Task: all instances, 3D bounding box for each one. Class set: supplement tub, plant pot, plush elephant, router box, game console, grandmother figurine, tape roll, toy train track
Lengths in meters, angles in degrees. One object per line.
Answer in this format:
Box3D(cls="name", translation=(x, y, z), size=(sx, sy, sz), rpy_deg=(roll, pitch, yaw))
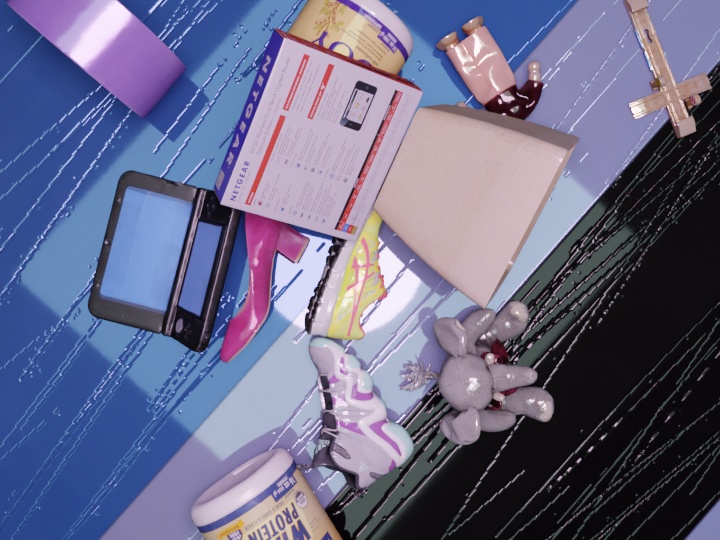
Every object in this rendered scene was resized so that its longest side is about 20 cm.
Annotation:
Box3D(cls="supplement tub", translation=(-0.042, -0.240, 1.026), size=(0.145, 0.145, 0.200), rpy_deg=(33, 89, -2))
Box3D(cls="plant pot", translation=(0.133, -0.102, 0.999), size=(0.177, 0.200, 0.200), rpy_deg=(28, 110, 10))
Box3D(cls="plush elephant", translation=(0.152, 0.133, 1.032), size=(0.199, 0.155, 0.165), rpy_deg=(-8, 91, -3))
Box3D(cls="router box", translation=(-0.049, -0.149, 0.945), size=(0.179, 0.049, 0.200), rpy_deg=(15, 111, -27))
Box3D(cls="game console", translation=(-0.249, -0.015, 1.038), size=(0.116, 0.176, 0.201), rpy_deg=(13, 91, -31))
Box3D(cls="grandmother figurine", translation=(0.186, -0.232, 1.083), size=(0.121, 0.061, 0.200), rpy_deg=(-28, 95, 26))
Box3D(cls="supplement tub", translation=(-0.104, 0.343, 1.030), size=(0.144, 0.144, 0.200), rpy_deg=(-32, 92, -2))
Box3D(cls="tape roll", translation=(-0.313, -0.280, 0.987), size=(0.200, 0.200, 0.085), rpy_deg=(41, 89, -2))
Box3D(cls="toy train track", translation=(0.404, -0.276, 1.101), size=(0.114, 0.033, 0.201), rpy_deg=(-22, 90, -2))

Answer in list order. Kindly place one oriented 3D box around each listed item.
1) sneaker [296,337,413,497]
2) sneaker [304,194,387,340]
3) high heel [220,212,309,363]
Box3D(cls="sneaker", translation=(-0.036, 0.196, 1.045), size=(0.140, 0.078, 0.200), rpy_deg=(-37, 91, -25))
Box3D(cls="sneaker", translation=(0.000, 0.000, 1.073), size=(0.090, 0.078, 0.201), rpy_deg=(21, 94, -13))
Box3D(cls="high heel", translation=(-0.151, 0.015, 1.058), size=(0.096, 0.067, 0.200), rpy_deg=(31, 84, -12))
